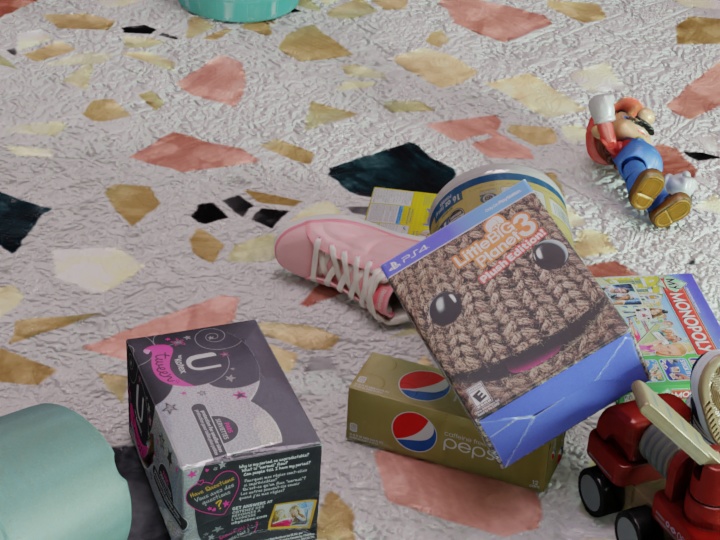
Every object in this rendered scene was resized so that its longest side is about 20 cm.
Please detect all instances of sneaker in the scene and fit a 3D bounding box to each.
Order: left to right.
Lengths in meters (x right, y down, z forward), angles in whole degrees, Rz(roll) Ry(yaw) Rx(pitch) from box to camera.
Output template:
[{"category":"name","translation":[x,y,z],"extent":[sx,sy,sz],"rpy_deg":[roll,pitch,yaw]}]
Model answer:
[{"category":"sneaker","translation":[0.000,0.000,1.911],"extent":[0.200,0.075,0.105],"rpy_deg":[10,29,5]},{"category":"sneaker","translation":[0.321,0.122,1.668],"extent":[0.070,0.200,0.108],"rpy_deg":[-49,45,-8]}]

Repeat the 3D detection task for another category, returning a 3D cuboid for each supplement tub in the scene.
[{"category":"supplement tub","translation":[0.148,0.007,1.826],"extent":[0.144,0.145,0.200],"rpy_deg":[-1,48,-6]}]

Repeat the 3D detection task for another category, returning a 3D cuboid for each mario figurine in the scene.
[{"category":"mario figurine","translation":[0.332,-0.146,2.136],"extent":[0.106,0.124,0.200],"rpy_deg":[-15,39,-4]}]

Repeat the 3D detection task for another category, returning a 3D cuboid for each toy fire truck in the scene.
[{"category":"toy fire truck","translation":[0.262,0.159,1.567],"extent":[0.128,0.200,0.176],"rpy_deg":[-11,35,-22]}]

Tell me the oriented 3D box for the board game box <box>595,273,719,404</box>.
[{"category":"board game box","translation":[0.305,0.070,1.872],"extent":[0.134,0.029,0.200],"rpy_deg":[-3,33,-8]}]

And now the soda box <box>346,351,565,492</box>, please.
[{"category":"soda box","translation":[0.091,0.142,1.708],"extent":[0.200,0.064,0.068],"rpy_deg":[13,34,17]}]

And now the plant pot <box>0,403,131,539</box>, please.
[{"category":"plant pot","translation":[-0.303,0.209,1.468],"extent":[0.200,0.201,0.196],"rpy_deg":[25,30,30]}]

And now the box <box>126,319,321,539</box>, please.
[{"category":"box","translation":[-0.127,0.149,1.630],"extent":[0.132,0.115,0.200],"rpy_deg":[-8,34,-18]}]

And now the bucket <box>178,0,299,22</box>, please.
[{"category":"bucket","translation":[-0.170,-0.445,2.545],"extent":[0.207,0.135,0.207],"rpy_deg":[3,33,-2]}]

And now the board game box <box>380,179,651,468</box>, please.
[{"category":"board game box","translation":[0.139,0.047,1.644],"extent":[0.159,0.097,0.200],"rpy_deg":[-31,52,-1]}]

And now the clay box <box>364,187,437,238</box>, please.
[{"category":"clay box","translation":[0.104,-0.035,2.002],"extent":[0.200,0.048,0.115],"rpy_deg":[8,34,5]}]
